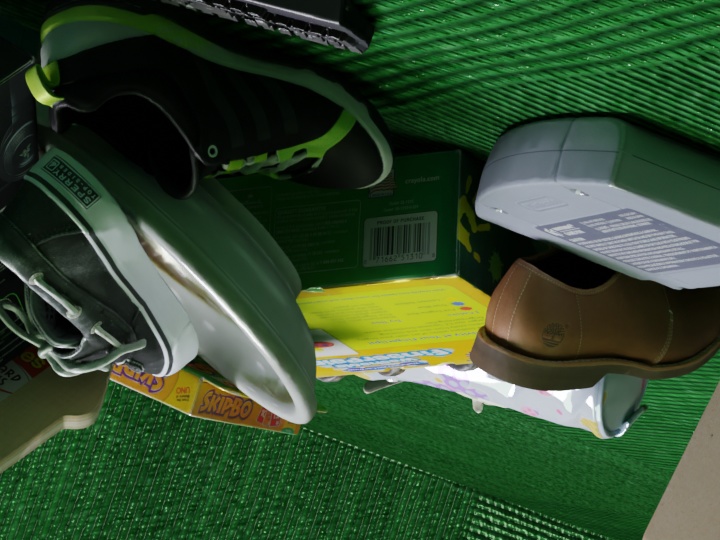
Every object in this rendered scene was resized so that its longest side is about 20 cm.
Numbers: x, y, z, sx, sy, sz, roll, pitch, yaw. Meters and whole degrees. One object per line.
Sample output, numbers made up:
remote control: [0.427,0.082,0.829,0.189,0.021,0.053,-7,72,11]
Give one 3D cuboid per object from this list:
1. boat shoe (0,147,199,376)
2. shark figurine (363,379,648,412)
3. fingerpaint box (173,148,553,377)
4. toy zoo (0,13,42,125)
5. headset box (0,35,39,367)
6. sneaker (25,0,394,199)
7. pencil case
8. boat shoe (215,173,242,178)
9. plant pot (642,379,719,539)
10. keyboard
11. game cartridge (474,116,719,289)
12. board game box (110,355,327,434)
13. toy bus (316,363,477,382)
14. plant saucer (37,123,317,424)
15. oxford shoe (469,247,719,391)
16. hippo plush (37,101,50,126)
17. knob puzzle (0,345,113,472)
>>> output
boat shoe: [-0.131,0.015,1.360,0.074,0.068,0.199,41,169,18]
shark figurine: [0.087,0.044,1.853,0.128,0.090,0.214,-19,-151,-39]
fingerpaint box: [0.000,0.000,1.546,0.199,0.074,0.167,-6,161,27]
toy zoo: [-0.205,-0.081,1.483,0.199,0.021,0.131,28,131,-23]
headset box: [-0.244,-0.057,1.371,0.174,0.093,0.201,33,143,26]
sneaker: [-0.073,-0.063,1.337,0.199,0.083,0.072,23,147,-30]
pencil case: [0.080,0.044,1.772,0.199,0.091,0.083,12,-164,26]
boat shoe: [-0.070,-0.032,1.681,0.074,0.066,0.199,20,172,6]
plant pot: [0.302,0.165,1.809,0.177,0.200,0.200,27,180,44]
keyboard: [-0.095,-0.131,1.219,0.199,0.021,0.127,15,172,17]
game cartridge: [0.129,-0.031,1.344,0.133,0.041,0.200,17,173,-14]
board game box: [-0.118,0.048,1.560,0.199,0.030,0.095,18,-178,37]
toy bus: [0.026,0.023,1.692,0.199,0.079,0.065,-6,178,43]
plant saucer: [-0.082,-0.010,1.403,0.200,0.050,0.200,43,170,10]
oxford shoe: [0.139,0.014,1.494,0.071,0.072,0.200,26,-160,32]
hippo plush: [-0.227,-0.077,1.620,0.160,0.159,0.201,-6,118,28]
knob puzzle: [-0.210,0.032,1.457,0.219,0.220,0.031,17,132,9]
